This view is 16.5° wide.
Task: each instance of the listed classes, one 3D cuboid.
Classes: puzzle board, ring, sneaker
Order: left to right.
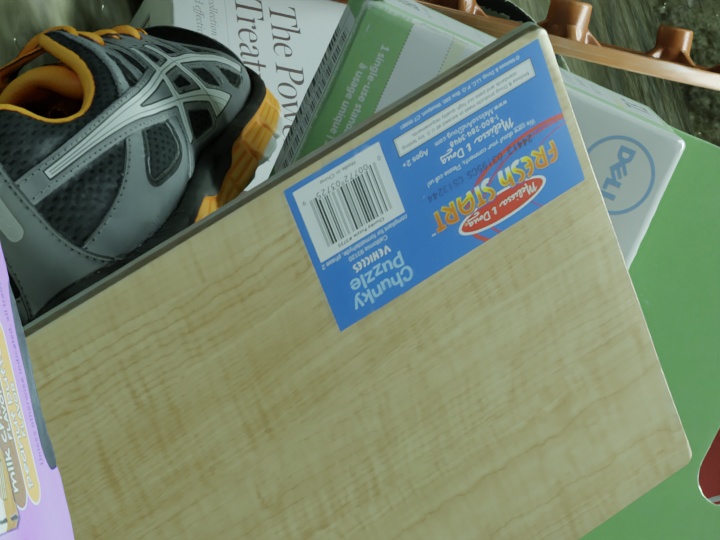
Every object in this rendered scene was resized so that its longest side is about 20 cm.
[{"bbox_3d":[-0.075,-0.039,0.721,0.077,0.078,0.200,50,13,-16],"label":"sneaker"},{"bbox_3d":[-0.012,0.044,0.663,0.017,0.199,0.151,35,-27,55],"label":"puzzle board"},{"bbox_3d":[0.049,-0.085,0.822,0.200,0.199,0.019,-24,127,-78],"label":"ring"}]

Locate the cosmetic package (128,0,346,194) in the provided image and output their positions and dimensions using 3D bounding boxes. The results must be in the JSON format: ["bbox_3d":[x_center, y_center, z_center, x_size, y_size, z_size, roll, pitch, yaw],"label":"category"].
[{"bbox_3d":[0.000,0.000,0.840,0.150,0.052,0.201,11,53,-26],"label":"cosmetic package"}]

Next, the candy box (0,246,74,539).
[{"bbox_3d":[-0.129,-0.005,0.431,0.200,0.071,0.169,-5,81,-78],"label":"candy box"}]

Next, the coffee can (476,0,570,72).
[{"bbox_3d":[0.042,-0.021,1.040,0.200,0.145,0.147,40,37,-69],"label":"coffee can"}]

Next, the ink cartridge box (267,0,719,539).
[{"bbox_3d":[0.060,0.022,0.730,0.048,0.199,0.146,-109,-138,-75],"label":"ink cartridge box"}]

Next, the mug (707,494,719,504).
[{"bbox_3d":[0.084,0.143,0.906,0.134,0.199,0.178,-90,160,-49],"label":"mug"}]

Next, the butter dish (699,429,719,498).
[{"bbox_3d":[0.140,0.128,1.066,0.200,0.147,0.201,87,-22,-53],"label":"butter dish"}]
